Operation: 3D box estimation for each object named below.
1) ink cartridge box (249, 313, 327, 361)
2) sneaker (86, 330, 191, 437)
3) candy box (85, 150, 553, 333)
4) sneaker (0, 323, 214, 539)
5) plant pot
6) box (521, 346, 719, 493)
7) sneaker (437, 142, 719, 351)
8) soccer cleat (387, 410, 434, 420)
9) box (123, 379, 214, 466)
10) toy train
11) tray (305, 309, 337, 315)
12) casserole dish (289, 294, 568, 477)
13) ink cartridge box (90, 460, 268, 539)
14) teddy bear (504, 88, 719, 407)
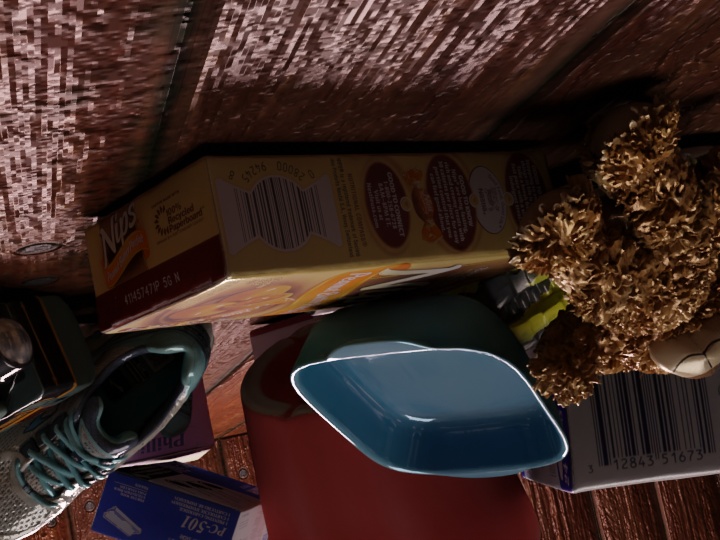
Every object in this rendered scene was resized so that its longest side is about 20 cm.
[{"bbox_3d":[0.027,0.070,1.100,0.145,0.084,0.199,-19,169,38],"label":"ink cartridge box"},{"bbox_3d":[-0.206,0.089,0.848,0.199,0.087,0.078,-9,172,-12],"label":"sneaker"},{"bbox_3d":[-0.014,-0.015,0.604,0.199,0.056,0.115,-4,170,-38],"label":"candy box"},{"bbox_3d":[-0.171,0.094,0.776,0.200,0.078,0.086,-46,-163,2],"label":"sneaker"},{"bbox_3d":[0.011,0.134,0.892,0.199,0.178,0.201,-16,-158,7],"label":"plant pot"},{"bbox_3d":[0.209,0.086,0.881,0.183,0.106,0.200,-6,174,-3],"label":"box"},{"bbox_3d":[0.122,-0.026,0.723,0.199,0.075,0.085,-25,-148,-3],"label":"sneaker"},{"bbox_3d":[0.065,0.030,0.808,0.199,0.070,0.086,-29,-162,-12],"label":"soccer cleat"},{"bbox_3d":[-0.220,0.122,1.051,0.175,0.097,0.200,-10,172,-12],"label":"box"},{"bbox_3d":[-0.248,0.079,0.734,0.199,0.086,0.114,-31,171,24],"label":"toy train"},{"bbox_3d":[0.000,0.000,0.826,0.107,0.022,0.200,-14,171,6],"label":"tray"},{"bbox_3d":[0.041,0.064,0.685,0.120,0.039,0.200,-8,151,20],"label":"casserole dish"},{"bbox_3d":[-0.119,0.173,0.915,0.093,0.044,0.200,17,174,6],"label":"ink cartridge box"},{"bbox_3d":[0.137,0.000,0.612,0.145,0.067,0.201,-41,141,-21],"label":"teddy bear"}]
